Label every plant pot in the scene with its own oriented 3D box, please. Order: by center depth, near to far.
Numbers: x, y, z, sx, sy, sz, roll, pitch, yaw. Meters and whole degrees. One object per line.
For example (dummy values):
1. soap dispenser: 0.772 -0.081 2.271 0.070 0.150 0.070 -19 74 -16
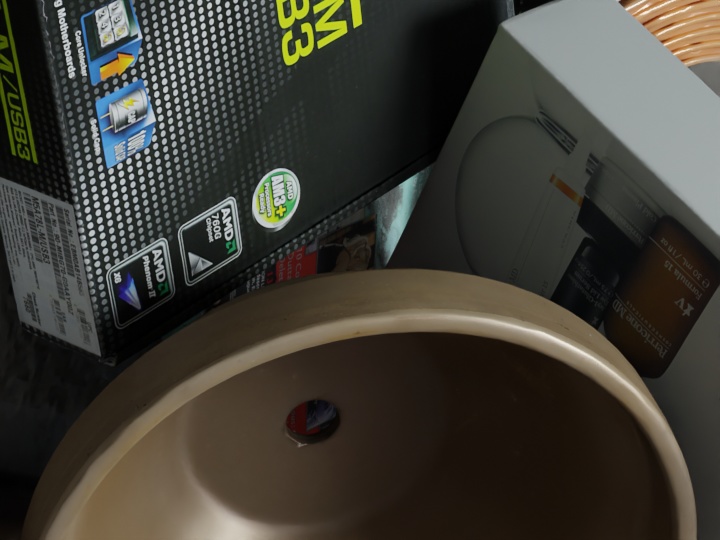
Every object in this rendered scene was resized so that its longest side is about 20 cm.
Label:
1. plant pot: -0.006 0.070 0.814 0.200 0.093 0.201 -6 125 -9

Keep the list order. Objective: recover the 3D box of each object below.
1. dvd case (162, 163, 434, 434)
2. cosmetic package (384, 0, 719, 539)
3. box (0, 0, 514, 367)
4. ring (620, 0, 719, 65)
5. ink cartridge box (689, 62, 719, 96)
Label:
1. dvd case: 0.000 0.000 0.934 0.200 0.022 0.146 -24 123 -49
2. cosmetic package: 0.098 0.034 0.832 0.052 0.200 0.151 -26 152 -38
3. box: -0.034 -0.102 0.783 0.193 0.047 0.200 -31 127 -36
4. ring: 0.110 -0.022 0.988 0.200 0.019 0.201 -18 127 -25
5. ink cartridge box: 0.194 -0.060 1.145 0.200 0.084 0.146 -15 115 -53
